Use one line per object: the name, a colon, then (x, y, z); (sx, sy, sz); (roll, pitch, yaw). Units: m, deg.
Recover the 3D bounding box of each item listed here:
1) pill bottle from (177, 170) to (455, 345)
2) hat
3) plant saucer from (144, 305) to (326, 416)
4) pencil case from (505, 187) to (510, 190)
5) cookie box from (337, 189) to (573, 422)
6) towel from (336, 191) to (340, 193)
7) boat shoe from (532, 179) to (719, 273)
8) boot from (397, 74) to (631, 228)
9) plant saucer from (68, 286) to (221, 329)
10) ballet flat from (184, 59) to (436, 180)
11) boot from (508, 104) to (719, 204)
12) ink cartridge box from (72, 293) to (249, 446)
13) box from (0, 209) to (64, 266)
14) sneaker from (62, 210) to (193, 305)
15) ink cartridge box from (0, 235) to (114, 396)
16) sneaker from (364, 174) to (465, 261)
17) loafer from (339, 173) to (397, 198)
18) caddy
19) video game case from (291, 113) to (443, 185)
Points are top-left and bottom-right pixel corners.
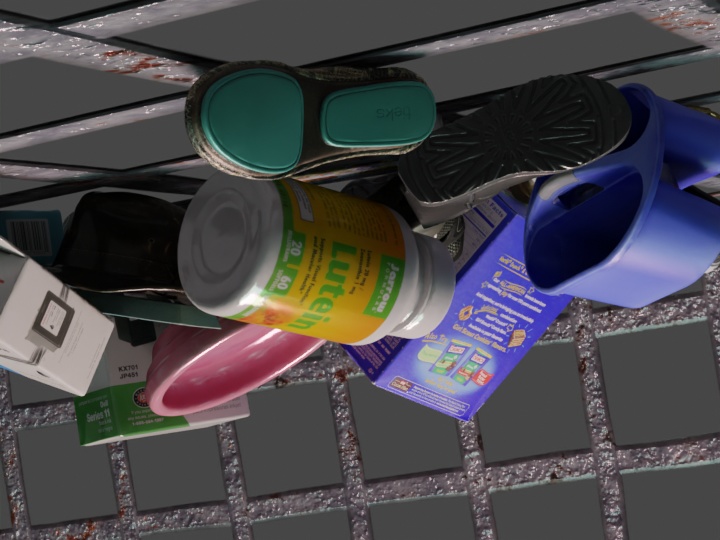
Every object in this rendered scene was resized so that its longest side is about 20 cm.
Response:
pill bottle: (-0.027, -0.005, 1.461); (0.200, 0.111, 0.111); (14, 162, -40)
hat: (-0.183, -0.021, 1.552); (0.201, 0.081, 0.201); (9, 180, 0)
plant saucer: (-0.105, 0.058, 1.718); (0.200, 0.051, 0.201); (-28, 164, -9)
pencil case: (0.093, -0.024, 1.848); (0.200, 0.091, 0.094); (-19, -155, -32)
cookie box: (0.100, 0.026, 1.770); (0.200, 0.075, 0.171); (-50, 144, 10)
towel: (0.027, -0.065, 1.910); (0.144, 0.023, 0.200); (-8, 176, -2)
boat shoe: (0.219, -0.067, 1.553); (0.200, 0.070, 0.066); (33, 134, -11)
boot: (0.107, -0.081, 1.402); (0.165, 0.066, 0.200); (-15, 173, 2)
plant saucer: (-0.214, 0.025, 1.575); (0.200, 0.019, 0.070); (8, 180, 24)
ballet flat: (-0.044, -0.089, 1.126); (0.075, 0.068, 0.200); (9, -168, 43)
boot: (0.248, -0.093, 1.678); (0.175, 0.066, 0.200); (-6, 174, -36)
ink cartridge box: (-0.198, 0.052, 1.820); (0.147, 0.200, 0.083); (-7, 173, -35)
box: (-0.347, -0.010, 1.653); (0.200, 0.049, 0.082); (-12, 175, 37)
sneaker: (-0.186, -0.021, 1.727); (0.080, 0.086, 0.200); (9, 167, 36)
ink cartridge box: (-0.281, 0.022, 1.452); (0.116, 0.067, 0.200); (17, 167, 23)
sneaker: (0.000, 0.000, 1.612); (0.199, 0.076, 0.114); (-30, 143, 9)
loafer: (0.041, -0.058, 1.717); (0.063, 0.072, 0.200); (-12, 175, -27)
caddy: (0.185, -0.053, 1.427); (0.105, 0.141, 0.200); (14, 160, -19)
video game case: (-0.009, -0.089, 1.500); (0.143, 0.018, 0.200); (-9, 176, 0)
